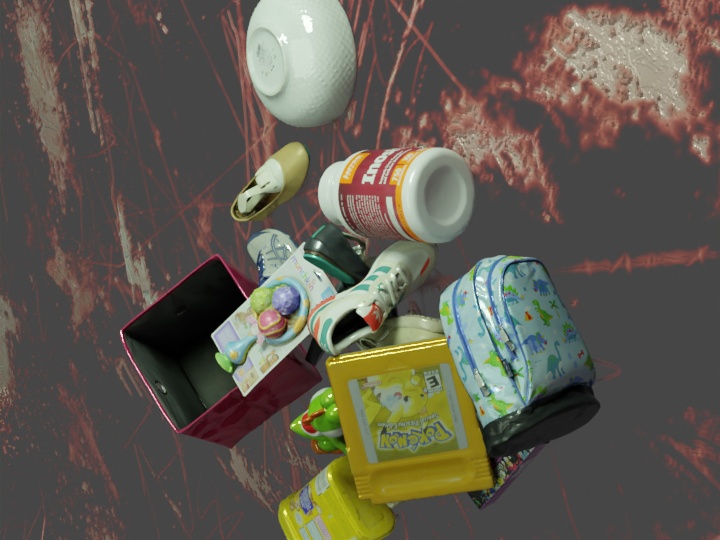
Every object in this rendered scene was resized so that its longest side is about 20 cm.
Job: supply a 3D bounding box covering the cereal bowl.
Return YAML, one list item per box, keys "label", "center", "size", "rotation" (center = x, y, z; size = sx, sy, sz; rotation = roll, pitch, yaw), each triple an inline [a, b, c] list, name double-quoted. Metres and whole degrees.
- label: "cereal bowl"
  center: [-0.097, -0.291, 1.298]
  size: [0.200, 0.083, 0.201]
  rotation: [26, 125, 44]

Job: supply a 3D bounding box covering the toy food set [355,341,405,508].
- label: "toy food set"
  center: [0.023, 0.211, 1.336]
  size: [0.143, 0.060, 0.201]
  rotation: [-137, 41, -61]

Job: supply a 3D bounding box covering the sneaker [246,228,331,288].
- label: "sneaker"
  center: [-0.130, -0.001, 1.461]
  size: [0.200, 0.088, 0.076]
  rotation: [37, 133, 41]

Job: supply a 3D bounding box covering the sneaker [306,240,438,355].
- label: "sneaker"
  center: [0.025, 0.038, 1.192]
  size: [0.070, 0.199, 0.093]
  rotation: [54, 180, -25]

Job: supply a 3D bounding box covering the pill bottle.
- label: "pill bottle"
  center: [0.038, -0.094, 1.177]
  size: [0.199, 0.112, 0.114]
  rotation: [6, 110, 51]

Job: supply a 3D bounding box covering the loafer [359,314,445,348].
- label: "loafer"
  center: [0.050, 0.096, 1.243]
  size: [0.200, 0.075, 0.069]
  rotation: [-12, 65, 66]

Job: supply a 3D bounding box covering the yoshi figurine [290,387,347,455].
- label: "yoshi figurine"
  center: [-0.020, 0.195, 1.296]
  size: [0.112, 0.112, 0.200]
  rotation: [33, 161, 4]

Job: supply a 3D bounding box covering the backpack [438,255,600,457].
- label: "backpack"
  center: [0.172, 0.083, 1.058]
  size: [0.201, 0.162, 0.154]
  rotation: [58, 134, 29]

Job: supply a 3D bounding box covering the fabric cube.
- label: "fabric cube"
  center: [-0.211, 0.132, 1.463]
  size: [0.197, 0.200, 0.199]
  rotation: [54, -178, 22]

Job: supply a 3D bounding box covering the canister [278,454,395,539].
- label: "canister"
  center: [-0.039, 0.394, 1.510]
  size: [0.149, 0.086, 0.200]
  rotation: [59, 141, 16]

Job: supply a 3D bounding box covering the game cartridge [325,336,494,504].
- label: "game cartridge"
  center: [0.063, 0.188, 1.172]
  size: [0.175, 0.032, 0.201]
  rotation: [-11, 102, 11]

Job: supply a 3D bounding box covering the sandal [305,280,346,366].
- label: "sandal"
  center: [-0.035, 0.074, 1.392]
  size: [0.043, 0.076, 0.201]
  rotation: [28, 144, 6]

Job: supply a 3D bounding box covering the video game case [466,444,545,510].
- label: "video game case"
  center: [0.151, 0.181, 1.210]
  size: [0.182, 0.036, 0.201]
  rotation: [54, 140, 26]

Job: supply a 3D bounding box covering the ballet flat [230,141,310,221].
- label: "ballet flat"
  center: [-0.141, -0.125, 1.442]
  size: [0.069, 0.063, 0.200]
  rotation: [62, 143, 13]

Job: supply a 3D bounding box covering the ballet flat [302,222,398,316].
- label: "ballet flat"
  center: [0.000, 0.000, 1.270]
  size: [0.073, 0.073, 0.200]
  rotation: [22, 165, 46]

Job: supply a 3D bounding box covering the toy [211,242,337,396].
- label: "toy"
  center: [-0.129, 0.064, 1.298]
  size: [0.200, 0.047, 0.115]
  rotation: [-46, 57, 18]
